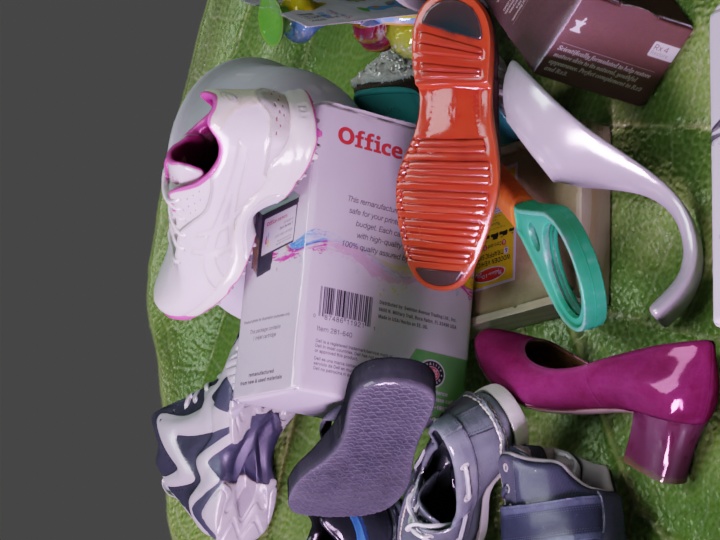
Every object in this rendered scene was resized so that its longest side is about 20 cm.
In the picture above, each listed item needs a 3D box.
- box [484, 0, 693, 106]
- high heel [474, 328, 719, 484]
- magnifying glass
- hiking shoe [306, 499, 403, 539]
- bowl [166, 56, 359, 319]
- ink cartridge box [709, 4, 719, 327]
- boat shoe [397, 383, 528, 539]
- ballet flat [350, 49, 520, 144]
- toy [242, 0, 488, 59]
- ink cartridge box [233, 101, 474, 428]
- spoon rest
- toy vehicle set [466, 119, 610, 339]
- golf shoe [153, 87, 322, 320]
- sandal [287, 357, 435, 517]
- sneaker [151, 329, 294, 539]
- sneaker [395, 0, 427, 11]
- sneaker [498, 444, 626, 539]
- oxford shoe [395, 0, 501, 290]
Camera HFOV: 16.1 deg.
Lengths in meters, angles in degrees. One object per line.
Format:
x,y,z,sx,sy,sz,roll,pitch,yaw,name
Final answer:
0.133,-0.205,1.726,0.075,0.100,0.200,-58,38,25,box
0.153,0.054,1.636,0.200,0.067,0.097,29,113,40,high heel
0.116,-0.027,1.686,0.200,0.022,0.080,-122,18,-56,magnifying glass
-0.029,0.250,1.813,0.074,0.086,0.201,16,92,56,hiking shoe
-0.041,-0.062,1.855,0.090,0.200,0.203,-6,73,41,bowl
0.281,-0.071,1.483,0.145,0.083,0.201,-20,62,51,ink cartridge box
0.052,0.147,1.706,0.073,0.062,0.200,55,147,21,boat shoe
0.066,-0.138,1.834,0.200,0.071,0.072,14,90,54,ballet flat
0.019,-0.175,1.804,0.115,0.199,0.048,28,117,55,toy
0.000,0.000,1.756,0.084,0.144,0.201,-12,69,54,ink cartridge box
0.159,-0.060,1.640,0.060,0.099,0.200,-36,70,5,spoon rest
0.099,-0.022,1.775,0.200,0.026,0.125,-17,66,52,toy vehicle set
-0.106,-0.050,1.719,0.200,0.091,0.076,-58,37,31,golf shoe
0.005,0.109,1.693,0.200,0.076,0.043,121,153,-51,sandal
-0.110,0.101,1.984,0.129,0.079,0.201,22,107,47,sneaker
0.038,-0.283,1.743,0.088,0.074,0.201,-43,56,39,sneaker
0.095,0.192,1.652,0.202,0.077,0.147,-17,76,41,sneaker
0.069,-0.087,1.723,0.071,0.073,0.201,8,97,14,oxford shoe
